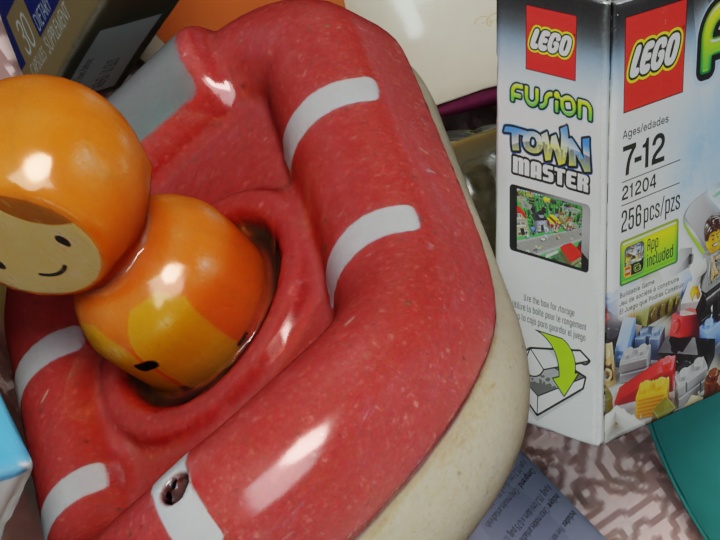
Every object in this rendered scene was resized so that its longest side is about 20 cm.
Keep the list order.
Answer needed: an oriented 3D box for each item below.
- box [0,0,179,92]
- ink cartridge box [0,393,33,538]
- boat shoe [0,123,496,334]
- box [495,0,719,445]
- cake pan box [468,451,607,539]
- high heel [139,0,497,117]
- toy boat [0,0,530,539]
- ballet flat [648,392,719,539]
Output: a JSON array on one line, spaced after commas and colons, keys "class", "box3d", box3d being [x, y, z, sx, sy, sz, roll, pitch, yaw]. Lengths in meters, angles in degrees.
[{"class": "box", "box3d": [-0.099, -0.154, 0.805, 0.032, 0.121, 0.201, -17, 83, -18]}, {"class": "ink cartridge box", "box3d": [-0.193, 0.012, 0.700, 0.146, 0.146, 0.200, -14, 64, -29]}, {"class": "boat shoe", "box3d": [0.000, 0.000, 0.825, 0.199, 0.065, 0.074, -7, 87, 18]}, {"class": "box", "box3d": [0.111, -0.038, 0.762, 0.035, 0.200, 0.110, 18, 117, 41]}, {"class": "cake pan box", "box3d": [0.059, 0.152, 0.748, 0.184, 0.200, 0.052, 44, 116, 2]}, {"class": "high heel", "box3d": [0.033, -0.077, 0.850, 0.199, 0.096, 0.068, 5, 103, 19]}, {"class": "toy boat", "box3d": [-0.047, 0.003, 0.699, 0.130, 0.200, 0.131, -42, 125, 17]}, {"class": "ballet flat", "box3d": [0.152, 0.092, 0.826, 0.065, 0.070, 0.200, -31, 89, -30]}]
